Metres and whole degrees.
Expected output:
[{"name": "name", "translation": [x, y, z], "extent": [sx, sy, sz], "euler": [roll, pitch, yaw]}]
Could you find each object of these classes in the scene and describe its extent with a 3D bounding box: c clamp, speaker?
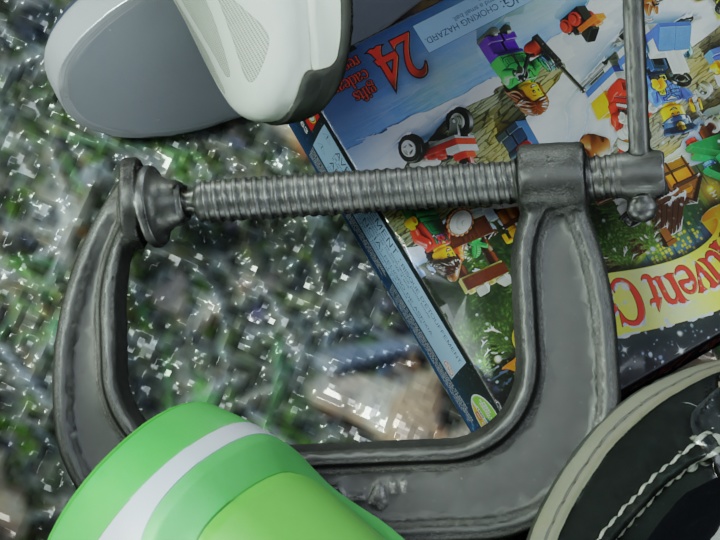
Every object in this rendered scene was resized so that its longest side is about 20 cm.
[{"name": "c clamp", "translation": [0.000, 0.000, 0.820], "extent": [0.199, 0.027, 0.172], "euler": [-9, 87, 5]}, {"name": "speaker", "translation": [0.005, 0.125, 0.743], "extent": [0.200, 0.089, 0.088], "euler": [40, 69, 20]}]

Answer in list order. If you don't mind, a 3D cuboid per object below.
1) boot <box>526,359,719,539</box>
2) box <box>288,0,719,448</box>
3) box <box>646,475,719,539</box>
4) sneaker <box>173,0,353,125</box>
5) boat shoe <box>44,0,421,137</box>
[{"name": "boot", "translation": [0.156, 0.064, 0.773], "extent": [0.203, 0.153, 0.074], "euler": [-31, 113, -34]}, {"name": "box", "translation": [0.094, -0.043, 0.876], "extent": [0.199, 0.038, 0.137], "euler": [-28, 79, -18]}, {"name": "box", "translation": [0.166, 0.132, 0.661], "extent": [0.200, 0.148, 0.104], "euler": [49, 47, -5]}, {"name": "sneaker", "translation": [-0.085, -0.122, 0.753], "extent": [0.115, 0.076, 0.202], "euler": [-25, 94, -32]}, {"name": "boat shoe", "translation": [-0.017, -0.111, 0.869], "extent": [0.199, 0.074, 0.065], "euler": [-27, 49, -13]}]
